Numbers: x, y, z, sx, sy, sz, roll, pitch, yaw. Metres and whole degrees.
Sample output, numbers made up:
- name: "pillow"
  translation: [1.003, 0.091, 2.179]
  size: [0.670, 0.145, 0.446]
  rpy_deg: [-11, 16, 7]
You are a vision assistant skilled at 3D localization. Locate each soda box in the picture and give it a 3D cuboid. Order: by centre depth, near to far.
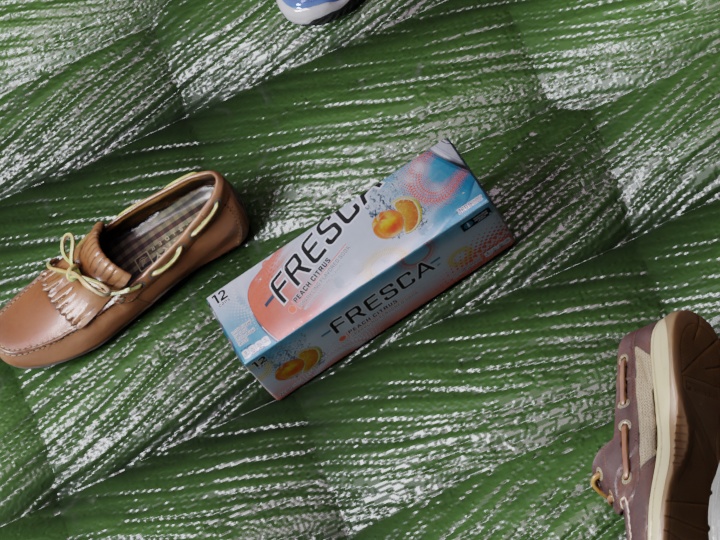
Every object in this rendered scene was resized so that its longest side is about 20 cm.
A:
- name: "soda box"
  translation: [0.000, 0.000, 1.743]
  size: [0.200, 0.068, 0.064]
  rpy_deg: [-34, 58, 2]

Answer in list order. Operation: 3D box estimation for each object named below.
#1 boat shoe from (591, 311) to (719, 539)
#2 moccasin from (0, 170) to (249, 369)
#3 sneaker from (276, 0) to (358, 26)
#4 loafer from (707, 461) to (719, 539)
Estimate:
- name: "boat shoe"
  translation: [0.184, 0.126, 1.616]
  size: [0.072, 0.072, 0.200]
  rpy_deg: [-17, 62, 40]
- name: "moccasin"
  translation: [-0.172, -0.002, 1.801]
  size: [0.201, 0.078, 0.074]
  rpy_deg: [-29, 58, 4]
- name: "sneaker"
  translation: [-0.012, -0.271, 1.883]
  size: [0.076, 0.077, 0.200]
  rpy_deg: [17, 72, 24]
- name: "loafer"
  translation: [0.260, 0.121, 1.580]
  size: [0.070, 0.070, 0.200]
  rpy_deg: [-9, 55, 35]
